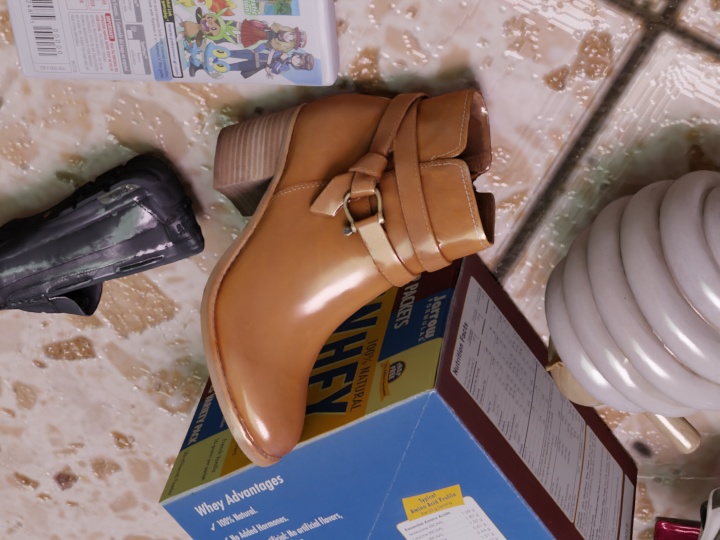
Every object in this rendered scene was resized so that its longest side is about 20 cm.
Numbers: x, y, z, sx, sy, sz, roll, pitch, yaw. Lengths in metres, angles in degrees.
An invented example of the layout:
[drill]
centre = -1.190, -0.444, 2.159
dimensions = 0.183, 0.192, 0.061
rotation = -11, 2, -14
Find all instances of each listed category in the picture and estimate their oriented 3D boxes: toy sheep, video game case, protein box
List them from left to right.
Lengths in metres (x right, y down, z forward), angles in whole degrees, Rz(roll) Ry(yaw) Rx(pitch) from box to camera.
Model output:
[video game case]
centre = -0.108, -0.190, 0.852
dimensions = 0.181, 0.022, 0.201
rotation = 3, 125, 11
[protein box]
centre = 0.029, 0.129, 0.981
dimensions = 0.198, 0.135, 0.200
rotation = -25, 117, 28
[toy sheep]
centre = 0.174, 0.015, 0.869
dimensions = 0.138, 0.138, 0.200
rotation = 39, 128, -16

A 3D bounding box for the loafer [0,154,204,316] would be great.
[loafer]
centre = -0.184, 0.000, 0.977
dimensions = 0.200, 0.068, 0.071
rotation = -23, 108, 23

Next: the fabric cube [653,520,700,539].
[fabric cube]
centre = 0.266, 0.302, 1.014
dimensions = 0.199, 0.197, 0.200
rotation = 5, 127, 10

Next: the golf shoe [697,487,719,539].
[golf shoe]
centre = 0.247, 0.143, 0.943
dimensions = 0.088, 0.200, 0.077
rotation = 45, 165, 25

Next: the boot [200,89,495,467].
[boot]
centre = 0.000, 0.000, 0.875
dimensions = 0.154, 0.201, 0.077
rotation = -7, 158, 21
